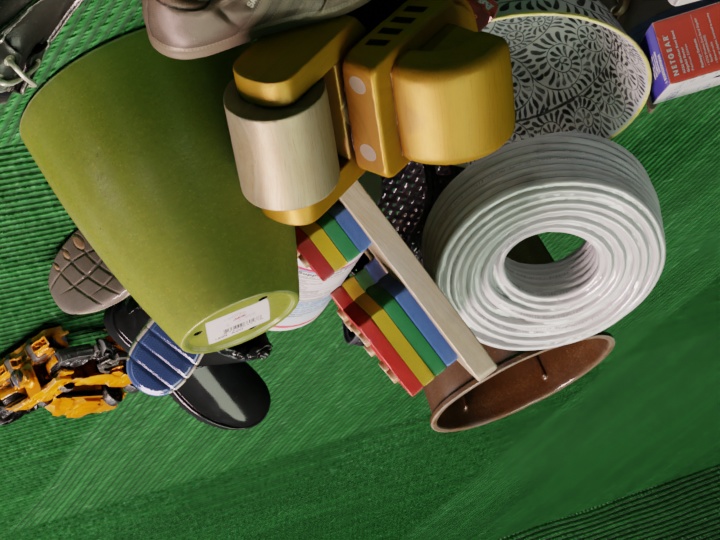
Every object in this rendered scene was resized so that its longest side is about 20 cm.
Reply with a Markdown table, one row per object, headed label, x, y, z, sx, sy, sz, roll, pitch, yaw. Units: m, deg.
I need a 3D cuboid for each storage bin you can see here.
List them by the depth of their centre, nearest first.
| label | x | y | z | sx | sy | sz | roll | pitch | yaw |
| --- | --- | --- | --- | --- | --- | --- | --- | --- | --- |
| storage bin | 0.058 | -0.032 | 1.787 | 0.094 | 0.135 | 0.200 | 12 | 134 | -19 |

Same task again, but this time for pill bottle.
| label | x | y | z | sx | sy | sz | roll | pitch | yaw |
| --- | --- | --- | --- | --- | --- | --- | --- | --- | --- |
| pill bottle | -0.051 | -0.033 | 1.778 | 0.109 | 0.109 | 0.200 | -16 | 160 | -26 |

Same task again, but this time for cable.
| label | x | y | z | sx | sy | sz | roll | pitch | yaw |
| --- | --- | --- | --- | --- | --- | --- | --- | --- | --- |
| cable | 0.149 | -0.021 | 1.659 | 0.200 | 0.069 | 0.200 | -7 | 136 | -1 |

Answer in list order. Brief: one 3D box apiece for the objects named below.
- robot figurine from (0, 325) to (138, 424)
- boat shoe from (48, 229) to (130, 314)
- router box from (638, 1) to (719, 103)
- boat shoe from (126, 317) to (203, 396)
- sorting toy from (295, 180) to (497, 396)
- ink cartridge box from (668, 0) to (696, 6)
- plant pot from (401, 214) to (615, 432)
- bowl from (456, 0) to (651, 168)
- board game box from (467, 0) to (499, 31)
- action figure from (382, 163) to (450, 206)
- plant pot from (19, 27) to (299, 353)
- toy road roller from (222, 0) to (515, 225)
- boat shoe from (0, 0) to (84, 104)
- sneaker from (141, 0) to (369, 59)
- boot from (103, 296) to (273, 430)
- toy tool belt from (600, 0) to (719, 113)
| label | x | y | z | sx | sy | sz | roll | pitch | yaw |
| --- | --- | --- | --- | --- | --- | --- | --- | --- | --- |
| robot figurine | -0.270 | 0.097 | 1.938 | 0.145 | 0.058 | 0.200 | -33 | 161 | 23 |
| boat shoe | -0.173 | -0.022 | 1.703 | 0.200 | 0.075 | 0.073 | -32 | 161 | 23 |
| router box | 0.306 | -0.181 | 1.546 | 0.179 | 0.049 | 0.200 | -17 | 179 | 5 |
| boat shoe | -0.124 | 0.013 | 1.694 | 0.200 | 0.072 | 0.072 | -46 | -169 | 7 |
| sorting toy | 0.000 | 0.000 | 1.584 | 0.070 | 0.200 | 0.199 | -38 | -165 | -2 |
| ink cartridge box | 0.276 | -0.283 | 1.433 | 0.200 | 0.147 | 0.086 | -18 | 155 | -24 |
| plant pot | 0.123 | 0.028 | 2.040 | 0.200 | 0.198 | 0.200 | -22 | 163 | -7 |
| bowl | 0.121 | -0.172 | 1.593 | 0.200 | 0.094 | 0.201 | -5 | 148 | -3 |
| board game box | 0.005 | -0.164 | 1.513 | 0.200 | 0.103 | 0.019 | -44 | -161 | 45 |
| action figure | 0.089 | -0.100 | 1.867 | 0.200 | 0.055 | 0.118 | -19 | 164 | 3 |
| plant pot | -0.124 | -0.049 | 1.481 | 0.187 | 0.200 | 0.187 | -23 | 163 | -8 |
| toy road roller | 0.016 | -0.117 | 1.398 | 0.200 | 0.146 | 0.123 | -44 | 141 | -34 |
| boat shoe | -0.232 | -0.138 | 1.304 | 0.200 | 0.064 | 0.071 | -34 | 160 | 27 |
| sneaker | -0.051 | -0.205 | 1.351 | 0.200 | 0.070 | 0.076 | -28 | 148 | -15 |
| boot | -0.131 | 0.071 | 1.834 | 0.162 | 0.198 | 0.073 | -16 | -142 | 58 |
| toy tool belt | 0.241 | -0.191 | 1.694 | 0.200 | 0.123 | 0.125 | -29 | 162 | 13 |
